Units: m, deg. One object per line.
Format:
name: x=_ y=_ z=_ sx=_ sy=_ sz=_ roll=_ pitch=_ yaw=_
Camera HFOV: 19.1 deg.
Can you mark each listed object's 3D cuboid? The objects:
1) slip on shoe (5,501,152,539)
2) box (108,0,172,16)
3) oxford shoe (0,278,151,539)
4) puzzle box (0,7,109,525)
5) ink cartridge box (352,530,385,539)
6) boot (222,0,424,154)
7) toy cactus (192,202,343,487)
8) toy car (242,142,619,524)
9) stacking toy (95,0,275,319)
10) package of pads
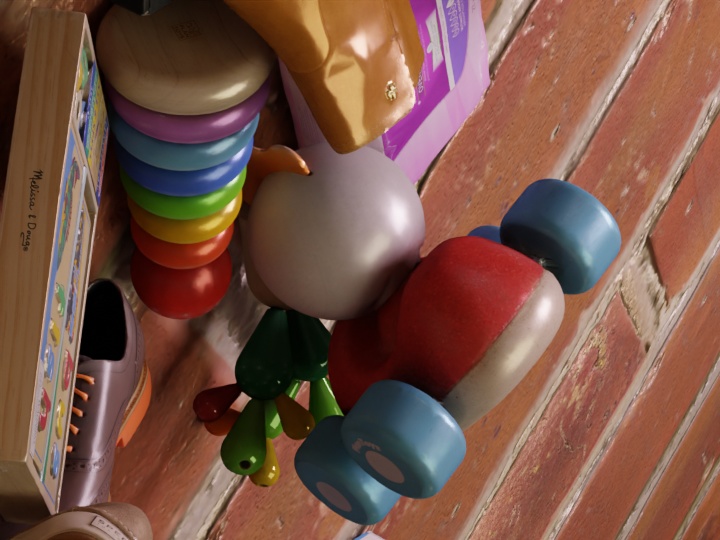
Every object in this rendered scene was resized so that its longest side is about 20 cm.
slip on shoe: x=-0.173 y=0.166 z=0.948 sx=0.200 sy=0.076 sz=0.061 roll=-40 pitch=-173 yaw=17
box: x=-0.053 y=-0.231 z=1.001 sx=0.200 sy=0.043 sz=0.160 roll=-40 pitch=147 yaw=-43
oxford shoe: x=-0.152 y=0.082 z=1.046 sx=0.200 sy=0.071 sz=0.073 roll=-79 pitch=173 yaw=-53
puzzle box: x=-0.139 y=0.003 z=0.940 sx=0.133 sy=0.025 sz=0.200 roll=99 pitch=-3 yaw=-72
ink cartridge box: x=-0.002 y=0.323 z=1.587 sx=0.128 sy=0.125 sz=0.200 roll=-25 pitch=136 yaw=-56
boot: x=-0.028 y=-0.117 z=0.972 sx=0.201 sy=0.071 sz=0.144 roll=-44 pitch=124 yaw=-51
toy cactus: x=-0.040 y=0.027 z=1.271 sx=0.200 sy=0.102 sz=0.165 roll=-43 pitch=131 yaw=-35
toy car: x=0.000 y=0.000 z=1.169 sx=0.184 sy=0.200 sz=0.177 roll=-50 pitch=-176 yaw=-23
stacking toy: x=-0.088 y=-0.047 z=1.082 sx=0.085 sy=0.085 sz=0.200 roll=-46 pitch=155 yaw=-35
package of pads: x=0.011 y=-0.134 z=1.198 sx=0.121 sy=0.076 sz=0.200 roll=-54 pitch=155 yaw=-24
